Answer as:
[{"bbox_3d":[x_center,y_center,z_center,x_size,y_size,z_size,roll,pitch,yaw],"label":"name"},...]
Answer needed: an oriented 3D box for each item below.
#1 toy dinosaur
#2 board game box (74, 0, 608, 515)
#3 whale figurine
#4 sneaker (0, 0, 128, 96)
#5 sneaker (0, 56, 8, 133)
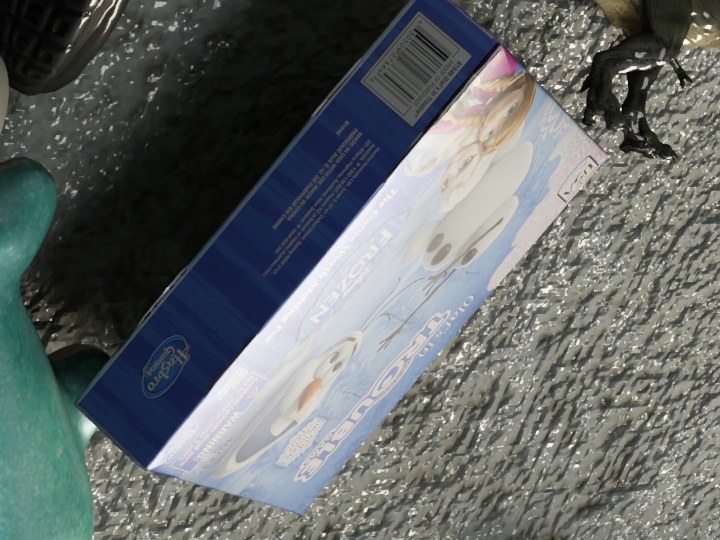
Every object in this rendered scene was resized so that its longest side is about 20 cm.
[{"bbox_3d":[0.118,-0.095,1.224,0.199,0.047,0.089,17,85,-48],"label":"toy dinosaur"},{"bbox_3d":[0.000,0.000,1.154,0.200,0.043,0.199,-50,163,4],"label":"board game box"},{"bbox_3d":[-0.147,0.060,1.074,0.158,0.104,0.201,-10,128,-36],"label":"whale figurine"},{"bbox_3d":[-0.068,-0.146,0.999,0.090,0.076,0.201,-3,128,-50],"label":"sneaker"},{"bbox_3d":[-0.209,-0.029,0.962,0.200,0.075,0.106,-40,143,-7],"label":"sneaker"}]
